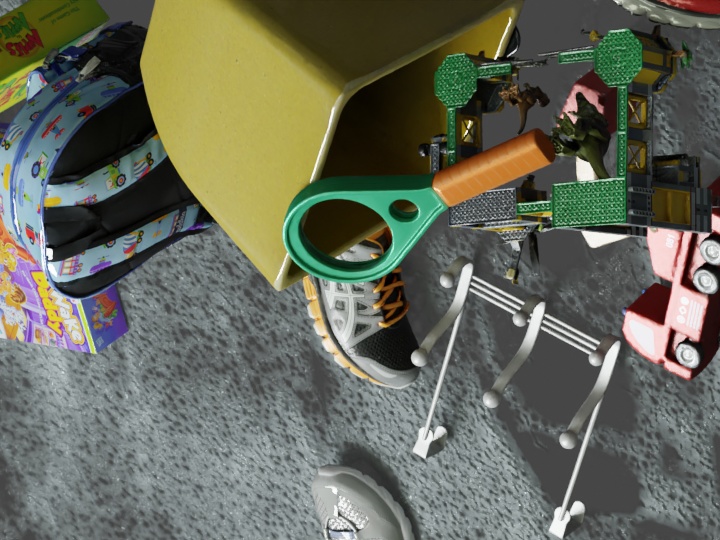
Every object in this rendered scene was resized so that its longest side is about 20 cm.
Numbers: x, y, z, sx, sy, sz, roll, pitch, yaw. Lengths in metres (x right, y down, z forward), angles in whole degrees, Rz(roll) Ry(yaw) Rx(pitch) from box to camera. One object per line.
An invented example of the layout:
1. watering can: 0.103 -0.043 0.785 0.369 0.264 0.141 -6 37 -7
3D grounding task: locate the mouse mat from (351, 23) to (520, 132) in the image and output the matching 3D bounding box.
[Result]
1. mouse mat: 0.015 -0.188 1.634 0.161 0.008 0.200 55 139 -3

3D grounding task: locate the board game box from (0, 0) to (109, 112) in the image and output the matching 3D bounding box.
1. board game box: -0.301 -0.156 1.787 0.048 0.200 0.102 52 138 0

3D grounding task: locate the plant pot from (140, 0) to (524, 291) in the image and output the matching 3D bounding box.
1. plant pot: -0.040 -0.147 1.574 0.200 0.195 0.194 41 138 21

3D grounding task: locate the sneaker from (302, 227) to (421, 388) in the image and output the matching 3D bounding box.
1. sneaker: 0.000 0.000 1.726 0.077 0.078 0.200 -18 106 37

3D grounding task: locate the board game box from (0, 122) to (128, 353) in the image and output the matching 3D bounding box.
1. board game box: -0.292 -0.031 1.979 0.134 0.045 0.200 6 121 39

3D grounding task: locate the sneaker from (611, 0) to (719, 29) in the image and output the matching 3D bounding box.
1. sneaker: 0.173 -0.225 1.424 0.200 0.077 0.085 36 127 15

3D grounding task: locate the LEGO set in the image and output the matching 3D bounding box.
1. LEGO set: 0.148 -0.082 1.468 0.200 0.116 0.154 -14 78 40

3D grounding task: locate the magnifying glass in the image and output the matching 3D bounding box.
1. magnifying glass: 0.036 -0.046 1.451 0.200 0.022 0.080 -22 123 31

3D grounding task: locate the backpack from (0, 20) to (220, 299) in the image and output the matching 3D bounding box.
1. backpack: -0.209 -0.082 1.758 0.134 0.200 0.183 24 132 27

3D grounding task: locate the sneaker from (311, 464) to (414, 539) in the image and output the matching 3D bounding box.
1. sneaker: 0.004 0.257 1.888 0.075 0.082 0.200 -5 113 43

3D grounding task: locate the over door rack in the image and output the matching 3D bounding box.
1. over door rack: 0.111 0.105 1.703 0.148 0.067 0.200 29 133 25

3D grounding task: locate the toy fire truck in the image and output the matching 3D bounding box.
1. toy fire truck: 0.197 -0.033 1.546 0.141 0.049 0.200 27 132 25
